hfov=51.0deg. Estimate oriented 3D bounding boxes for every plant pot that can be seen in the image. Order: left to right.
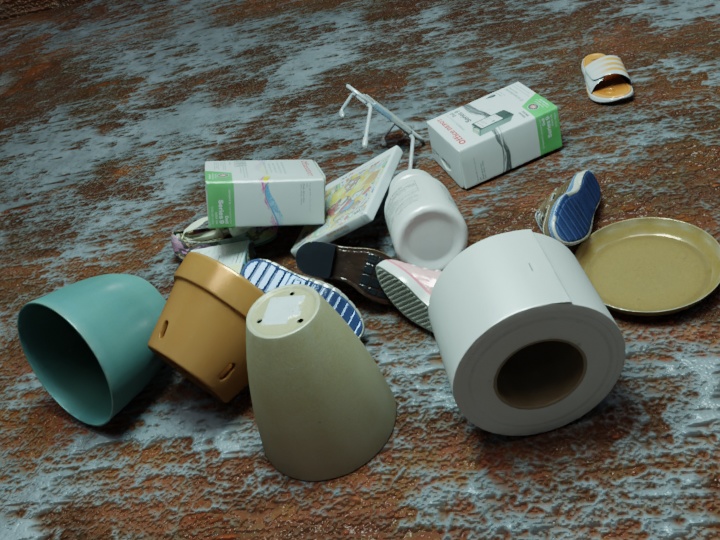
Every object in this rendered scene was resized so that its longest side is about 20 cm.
[{"bbox_3d":[-0.372,0.098,1.112,0.199,0.203,0.161,11,33,33],"label":"plant pot"},{"bbox_3d":[-0.204,0.089,1.063,0.199,0.200,0.141,21,68,40],"label":"plant pot"},{"bbox_3d":[-0.067,0.122,0.940,0.185,0.201,0.188,-12,37,9],"label":"plant pot"},{"bbox_3d":[0.397,-0.003,1.044,0.198,0.028,0.201,-12,37,10],"label":"plant pot"}]

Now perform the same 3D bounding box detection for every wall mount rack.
[{"bbox_3d":[0.042,-0.263,1.429,0.075,0.199,0.174,-53,33,13],"label":"wall mount rack"}]

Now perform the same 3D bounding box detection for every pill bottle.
[{"bbox_3d":[0.096,-0.086,1.194,0.113,0.115,0.201,-16,27,3],"label":"pill bottle"}]

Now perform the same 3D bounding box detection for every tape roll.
[{"bbox_3d":[0.190,0.076,0.890,0.200,0.204,0.140,-16,37,3],"label":"tape roll"}]

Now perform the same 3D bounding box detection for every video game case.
[{"bbox_3d":[-0.023,-0.120,1.311,0.181,0.023,0.201,-25,29,37],"label":"video game case"}]

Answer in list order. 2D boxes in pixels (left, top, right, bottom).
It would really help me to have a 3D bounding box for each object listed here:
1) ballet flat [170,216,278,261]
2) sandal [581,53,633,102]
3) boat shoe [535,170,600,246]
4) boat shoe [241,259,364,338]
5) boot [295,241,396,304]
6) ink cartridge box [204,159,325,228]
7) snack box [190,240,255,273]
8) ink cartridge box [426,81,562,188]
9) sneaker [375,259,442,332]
[{"bbox_3d":[-0.250,-0.069,1.361,0.198,0.072,0.069,-12,34,7],"label":"ballet flat"},{"bbox_3d":[0.470,-0.393,1.472,0.078,0.060,0.208,-13,38,8],"label":"sandal"},{"bbox_3d":[0.309,-0.082,1.145,0.072,0.073,0.200,-27,9,40],"label":"boat shoe"},{"bbox_3d":[-0.082,0.050,1.115,0.199,0.073,0.073,31,70,10],"label":"boat shoe"},{"bbox_3d":[0.000,0.000,1.163,0.198,0.076,0.097,20,1,-1],"label":"boot"},{"bbox_3d":[-0.165,-0.135,1.299,0.197,0.089,0.145,-5,21,-11],"label":"ink cartridge box"},{"bbox_3d":[-0.251,0.031,1.265,0.115,0.037,0.201,-9,38,13],"label":"snack box"},{"bbox_3d":[0.240,-0.247,1.366,0.198,0.085,0.146,-25,37,-7],"label":"ink cartridge box"},{"bbox_3d":[0.120,0.030,1.070,0.199,0.076,0.104,34,60,30],"label":"sneaker"}]
